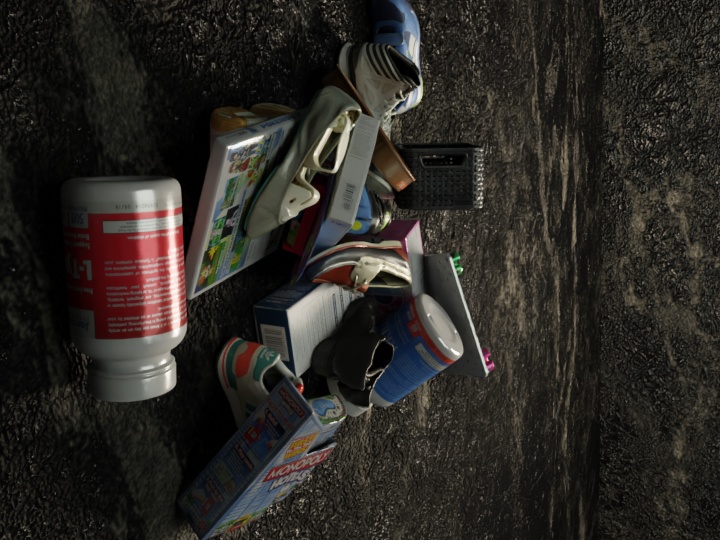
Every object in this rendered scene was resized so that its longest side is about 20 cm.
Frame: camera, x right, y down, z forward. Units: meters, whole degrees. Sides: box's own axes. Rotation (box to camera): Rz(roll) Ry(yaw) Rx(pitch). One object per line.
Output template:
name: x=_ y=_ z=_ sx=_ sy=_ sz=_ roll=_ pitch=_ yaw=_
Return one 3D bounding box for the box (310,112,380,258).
box: x=-0.032 y=-0.102 z=1.018 sx=0.200 sy=0.036 sz=0.147 roll=144 pitch=-37 yaw=-69

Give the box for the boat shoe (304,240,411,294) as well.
boat shoe: x=0.000 y=0.000 z=1.058 sx=0.198 sy=0.071 sz=0.064 roll=-6 pitch=73 yaw=-49

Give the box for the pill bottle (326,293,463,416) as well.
pill bottle: x=0.047 y=0.134 z=1.151 sx=0.112 sy=0.199 sz=0.113 roll=45 pitch=20 yaw=-21

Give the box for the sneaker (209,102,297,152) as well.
sneaker: x=-0.121 y=-0.157 z=0.953 sx=0.199 sy=0.075 sz=0.089 roll=-20 pitch=126 yaw=-54

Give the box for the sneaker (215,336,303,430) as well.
sneaker: x=-0.112 y=0.174 z=0.981 sx=0.071 sy=0.092 sz=0.203 roll=-54 pitch=138 yaw=-42

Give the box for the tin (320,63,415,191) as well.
tin: x=0.010 y=-0.201 z=1.085 sx=0.202 sy=0.042 sz=0.112 roll=57 pitch=13 yaw=10

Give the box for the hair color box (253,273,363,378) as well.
hair color box: x=-0.066 y=0.059 z=1.080 sx=0.199 sy=0.059 sz=0.102 roll=-36 pitch=126 yaw=-53

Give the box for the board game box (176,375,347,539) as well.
board game box: x=-0.094 y=0.218 z=0.935 sx=0.198 sy=0.062 sz=0.201 roll=1 pitch=129 yaw=-56

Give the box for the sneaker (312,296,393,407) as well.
sneaker: x=0.007 y=0.107 z=1.054 sx=0.200 sy=0.102 sz=0.061 roll=-47 pitch=134 yaw=-48

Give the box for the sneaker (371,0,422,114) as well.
sneaker: x=0.053 y=-0.345 z=1.223 sx=0.082 sy=0.073 sz=0.203 roll=-48 pitch=134 yaw=-44

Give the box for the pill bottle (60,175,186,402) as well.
pill bottle: x=-0.224 y=0.014 z=0.732 sx=0.112 sy=0.110 sz=0.205 roll=-17 pitch=109 yaw=-59

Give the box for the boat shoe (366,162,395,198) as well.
boat shoe: x=0.001 y=-0.167 z=1.156 sx=0.199 sy=0.072 sz=0.063 roll=32 pitch=67 yaw=-52

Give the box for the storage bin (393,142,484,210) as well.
storage bin: x=0.122 y=-0.157 z=1.244 sx=0.200 sy=0.132 sz=0.096 roll=-96 pitch=-175 yaw=-77

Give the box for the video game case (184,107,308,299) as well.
video game case: x=-0.130 y=-0.081 z=0.893 sx=0.182 sy=0.022 sz=0.203 roll=-36 pitch=153 yaw=-54

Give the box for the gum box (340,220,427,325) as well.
gum box: x=0.044 y=0.024 z=1.216 sx=0.066 sy=0.111 sz=0.204 roll=-48 pitch=135 yaw=-54

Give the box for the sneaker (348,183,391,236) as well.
sneaker: x=0.010 y=-0.089 z=1.091 sx=0.200 sy=0.081 sz=0.072 roll=-108 pitch=-141 yaw=-79

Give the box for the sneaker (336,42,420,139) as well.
sneaker: x=0.040 y=-0.251 z=1.169 sx=0.076 sy=0.113 sz=0.203 roll=-57 pitch=141 yaw=-40

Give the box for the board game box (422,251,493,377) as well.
board game box: x=0.126 y=0.071 z=1.254 sx=0.026 sy=0.199 sz=0.204 roll=-22 pitch=98 yaw=-28

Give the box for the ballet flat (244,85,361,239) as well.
ballet flat: x=-0.064 y=-0.114 z=0.877 sx=0.202 sy=0.063 sz=0.067 roll=-60 pitch=165 yaw=5

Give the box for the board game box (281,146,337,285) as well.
board game box: x=-0.077 y=-0.082 z=1.000 sx=0.158 sy=0.038 sz=0.204 roll=129 pitch=-24 yaw=-59
